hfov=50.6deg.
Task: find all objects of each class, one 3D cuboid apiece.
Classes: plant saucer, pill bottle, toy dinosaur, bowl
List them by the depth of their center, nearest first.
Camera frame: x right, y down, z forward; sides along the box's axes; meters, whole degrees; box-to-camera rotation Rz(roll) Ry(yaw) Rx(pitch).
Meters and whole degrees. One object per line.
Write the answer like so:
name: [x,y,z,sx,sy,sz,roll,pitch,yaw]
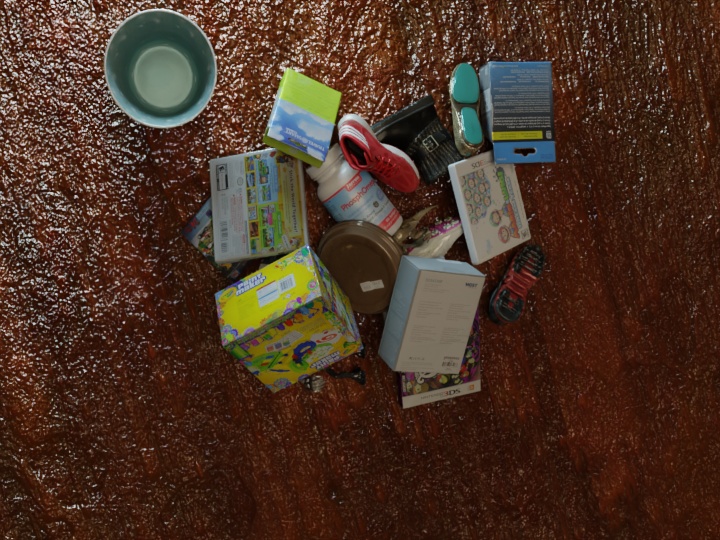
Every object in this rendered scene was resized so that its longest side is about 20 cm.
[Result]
bowl: [-0.361,-0.358,1.390,0.195,0.105,0.207,-1,94,-13]
plant saucer: [0.000,0.000,1.474,0.195,0.030,0.205,12,122,19]
pill bottle: [-0.015,-0.142,1.483,0.108,0.109,0.201,-41,102,-7]
toy dinosaur: [0.093,-0.083,1.509,0.199,0.101,0.059,-42,115,-14]

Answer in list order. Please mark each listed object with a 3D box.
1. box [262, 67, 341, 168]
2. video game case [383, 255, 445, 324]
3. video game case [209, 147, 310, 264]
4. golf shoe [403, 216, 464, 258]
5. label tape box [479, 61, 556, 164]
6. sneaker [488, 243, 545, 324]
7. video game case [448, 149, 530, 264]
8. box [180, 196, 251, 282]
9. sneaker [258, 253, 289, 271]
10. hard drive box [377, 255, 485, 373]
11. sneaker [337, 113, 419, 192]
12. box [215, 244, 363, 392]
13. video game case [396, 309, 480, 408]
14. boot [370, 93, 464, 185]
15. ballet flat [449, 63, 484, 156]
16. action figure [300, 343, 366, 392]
box: [-0.108,-0.280,1.424,0.119,0.048,0.204,22,49,-14]
video game case: [0.115,0.081,1.543,0.139,0.018,0.205,-14,116,-10]
video game case: [-0.189,-0.123,1.412,0.177,0.023,0.206,-9,74,7]
golf shoe: [0.139,-0.034,1.553,0.197,0.075,0.093,-31,111,-2]
label tape box: [0.321,-0.319,1.563,0.140,0.063,0.206,-3,91,-13]
sneaker: [0.322,0.032,1.595,0.070,0.098,0.203,32,64,-1]
video game case: [0.266,-0.136,1.553,0.180,0.023,0.205,-23,101,-38]
box: [-0.226,-0.101,1.444,0.136,0.038,0.201,39,85,17]
sneaker: [-0.131,-0.031,1.489,0.078,0.130,0.204,-12,58,23]
hard drive box: [0.135,0.086,1.447,0.152,0.077,0.205,6,108,-28]
sneaker: [0.030,-0.193,1.425,0.198,0.117,0.078,35,122,-17]
box: [-0.127,0.093,1.382,0.196,0.124,0.194,-26,139,8]
video game case: [0.158,0.170,1.558,0.176,0.036,0.206,-10,112,-13]
boot: [0.096,-0.236,1.516,0.208,0.079,0.161,-29,100,-10]
ballet flat: [0.206,-0.320,1.536,0.068,0.066,0.205,7,65,-12]
action figure: [-0.083,0.174,1.496,0.194,0.102,0.123,5,86,-15]
